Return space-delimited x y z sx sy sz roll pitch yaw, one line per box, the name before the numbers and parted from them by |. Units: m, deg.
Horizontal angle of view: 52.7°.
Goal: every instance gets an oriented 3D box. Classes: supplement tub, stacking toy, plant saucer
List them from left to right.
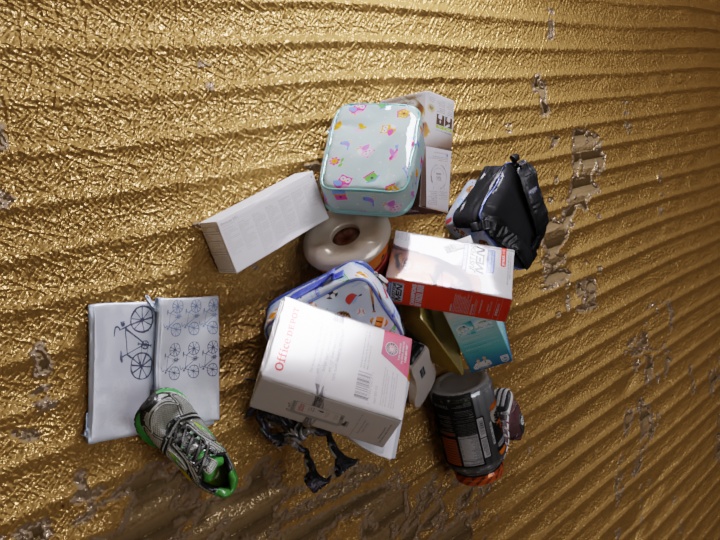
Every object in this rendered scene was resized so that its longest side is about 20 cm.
stacking toy | 0.000 0.000 1.212 0.146 0.146 0.200 -56 143 -29
plant saucer | 0.116 0.066 1.298 0.200 0.048 0.201 52 25 -43
supplement tub | 0.210 0.302 1.399 0.122 0.122 0.201 -27 109 -41

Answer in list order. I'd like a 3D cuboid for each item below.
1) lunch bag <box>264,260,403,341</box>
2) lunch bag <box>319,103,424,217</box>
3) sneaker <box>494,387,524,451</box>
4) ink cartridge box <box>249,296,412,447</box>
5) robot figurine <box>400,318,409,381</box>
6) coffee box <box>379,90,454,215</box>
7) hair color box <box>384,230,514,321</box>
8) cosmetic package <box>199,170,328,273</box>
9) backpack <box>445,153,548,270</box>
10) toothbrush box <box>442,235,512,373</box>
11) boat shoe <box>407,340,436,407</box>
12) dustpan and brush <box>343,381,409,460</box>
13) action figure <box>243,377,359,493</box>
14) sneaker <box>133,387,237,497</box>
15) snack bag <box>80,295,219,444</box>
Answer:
lunch bag | -0.039 0.076 1.110 0.160 0.200 0.076 56 13 -25
lunch bag | 0.017 -0.181 1.170 0.077 0.160 0.201 73 23 -53
sneaker | 0.302 0.358 1.524 0.115 0.075 0.201 41 62 -40
ink cartridge box | -0.038 0.140 1.014 0.199 0.083 0.147 19 46 -7
robot figurine | 0.023 0.152 1.211 0.058 0.145 0.201 -14 108 -54
coffee box | 0.095 -0.203 1.289 0.080 0.114 0.201 6 85 -45
hair color box | 0.144 0.008 1.177 0.064 0.199 0.111 93 8 -48
cosmetic package | -0.142 -0.076 1.101 0.200 0.051 0.083 -34 115 -39
backpack | 0.275 -0.093 1.442 0.191 0.154 0.200 47 65 -24
toothbrush box | 0.202 0.062 1.331 0.147 0.085 0.200 -89 155 -53
boat shoe | 0.077 0.171 1.308 0.075 0.093 0.200 -50 153 -25
dustpan and brush | -0.028 0.183 1.068 0.199 0.057 0.140 15 57 -1
action figure | -0.096 0.233 1.106 0.200 0.119 0.102 54 5 10
sneaker | -0.224 0.231 0.975 0.078 0.085 0.200 -49 131 -21
snack bag | -0.278 0.128 0.988 0.200 0.021 0.189 1 90 -44
